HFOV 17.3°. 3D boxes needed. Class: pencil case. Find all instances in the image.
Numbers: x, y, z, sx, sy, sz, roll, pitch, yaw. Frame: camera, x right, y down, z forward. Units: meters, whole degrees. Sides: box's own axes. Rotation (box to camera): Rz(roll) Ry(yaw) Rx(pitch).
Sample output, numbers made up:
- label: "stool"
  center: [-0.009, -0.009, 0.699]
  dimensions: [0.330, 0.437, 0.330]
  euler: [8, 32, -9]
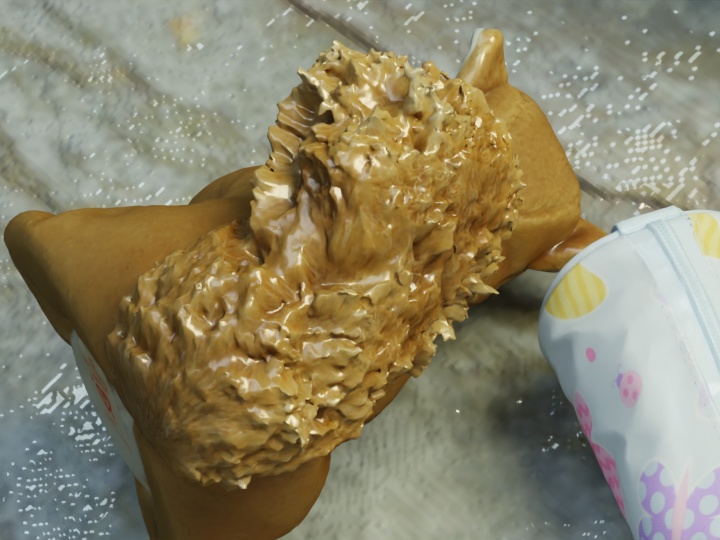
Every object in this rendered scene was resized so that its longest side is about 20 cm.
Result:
- label: "pencil case"
  center: [0.121, 0.075, 0.732]
  dimensions: [0.083, 0.091, 0.201]
  euler: [-26, 51, 6]

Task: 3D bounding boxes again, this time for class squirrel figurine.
- label: "squirrel figurine"
  center: [0.000, 0.000, 0.784]
  dimensions: [0.186, 0.200, 0.142]
  euler: [-27, 91, -15]
